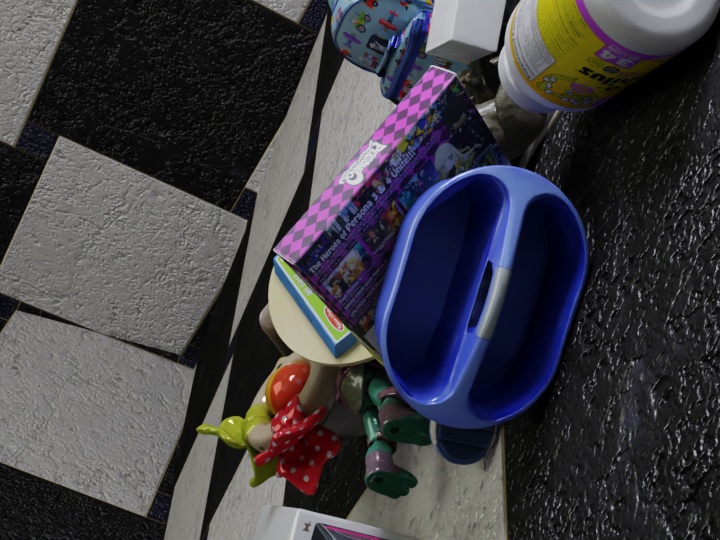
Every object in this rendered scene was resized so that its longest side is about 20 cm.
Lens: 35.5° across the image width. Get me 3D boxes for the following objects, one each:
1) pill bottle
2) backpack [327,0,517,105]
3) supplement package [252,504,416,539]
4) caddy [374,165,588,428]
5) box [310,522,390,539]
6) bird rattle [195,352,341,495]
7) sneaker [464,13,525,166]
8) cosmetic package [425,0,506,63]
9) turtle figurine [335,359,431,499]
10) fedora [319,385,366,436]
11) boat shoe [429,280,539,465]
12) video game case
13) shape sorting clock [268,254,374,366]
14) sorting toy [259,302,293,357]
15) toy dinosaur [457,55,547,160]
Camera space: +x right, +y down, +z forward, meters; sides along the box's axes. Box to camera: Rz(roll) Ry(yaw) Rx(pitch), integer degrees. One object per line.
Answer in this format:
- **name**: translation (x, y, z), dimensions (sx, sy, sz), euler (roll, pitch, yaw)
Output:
- **pill bottle**: translation (0.173, -0.181, 0.839), dimensions (0.200, 0.104, 0.104), euler (147, 138, -73)
- **backpack**: translation (0.057, -0.277, 1.270), dimensions (0.183, 0.200, 0.135), euler (130, 154, -60)
- **supplement package**: translation (-0.041, 0.305, 1.117), dimensions (0.200, 0.121, 0.120), euler (143, 142, -72)
- **caddy**: translation (0.090, 0.019, 0.858), dimensions (0.105, 0.141, 0.200), euler (-146, 72, -78)
- **box**: translation (0.001, 0.321, 0.900), dimensions (0.106, 0.122, 0.200), euler (-173, 100, -79)
- **bird rattle**: translation (-0.083, 0.146, 1.189), dimensions (0.200, 0.113, 0.163), euler (-32, 29, 60)
- **sneaker**: translation (0.129, -0.150, 1.118), dimensions (0.091, 0.076, 0.200), euler (106, -178, -73)
- **cosmetic package**: translation (0.112, -0.300, 1.047), dimensions (0.083, 0.051, 0.200), euler (-168, 88, -75)
- **turtle figurine**: translation (0.025, 0.110, 1.075), dimensions (0.200, 0.101, 0.150), euler (-96, 0, -55)
- **fedora**: translation (-0.005, 0.127, 1.272), dimensions (0.200, 0.090, 0.177), euler (135, 148, -56)
- **boat shoe**: translation (0.093, 0.059, 0.955), dimensions (0.072, 0.072, 0.200), euler (-153, 80, -79)
- **video game case**: translation (0.045, -0.037, 0.934), dimensions (0.200, 0.181, 0.036), euler (-50, 46, -9)
- **shape sorting clock**: translation (0.000, 0.000, 1.071), dimensions (0.039, 0.200, 0.200), euler (51, -140, -49)
- **sorting toy**: translation (-0.035, 0.031, 1.377), dimensions (0.185, 0.036, 0.200), euler (-51, -21, -10)
- **toy dinosaur**: translation (0.120, -0.134, 1.035), dimensions (0.200, 0.102, 0.077), euler (-41, 25, -8)
